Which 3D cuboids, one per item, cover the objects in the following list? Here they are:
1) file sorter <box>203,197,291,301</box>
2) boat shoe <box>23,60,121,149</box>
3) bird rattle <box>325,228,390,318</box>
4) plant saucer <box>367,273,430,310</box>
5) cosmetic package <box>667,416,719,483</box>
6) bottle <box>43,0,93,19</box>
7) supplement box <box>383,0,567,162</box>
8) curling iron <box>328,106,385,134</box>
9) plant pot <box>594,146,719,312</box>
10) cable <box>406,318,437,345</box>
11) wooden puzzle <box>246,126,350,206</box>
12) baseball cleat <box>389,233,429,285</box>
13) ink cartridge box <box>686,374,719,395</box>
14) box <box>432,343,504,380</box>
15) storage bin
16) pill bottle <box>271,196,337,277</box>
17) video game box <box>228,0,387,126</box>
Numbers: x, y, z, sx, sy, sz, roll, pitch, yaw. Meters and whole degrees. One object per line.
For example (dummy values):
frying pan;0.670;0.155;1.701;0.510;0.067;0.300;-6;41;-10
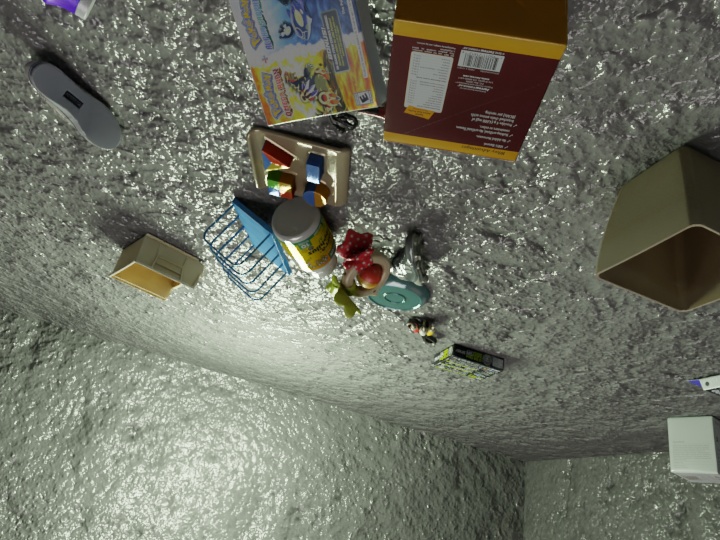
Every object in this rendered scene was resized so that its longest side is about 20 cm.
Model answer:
file sorter;-0.267;-0.039;1.266;0.138;0.123;0.201;36;160;20
boat shoe;-0.531;-0.305;0.990;0.069;0.072;0.200;28;169;32
bird rattle;0.000;0.000;1.259;0.160;0.204;0.112;0;-152;-39
plant saucer;0.096;0.068;1.495;0.195;0.028;0.201;10;153;5
cosmetic package;1.269;0.668;1.992;0.165;0.204;0.165;26;151;-29
bottle;-0.458;-0.421;0.716;0.198;0.067;0.083;28;150;-30
supplement box;0.137;-0.270;0.690;0.192;0.136;0.201;10;154;3
curling iron;0.044;-0.249;0.886;0.195;0.026;0.051;4;116;6
plant pot;0.523;-0.073;0.866;0.196;0.181;0.200;19;153;-14
cable;0.194;0.203;1.691;0.095;0.051;0.201;6;152;14
wooden puzzle;-0.121;-0.190;1.055;0.195;0.047;0.186;11;153;1
baseball cleat;0.106;-0.022;1.267;0.104;0.071;0.201;9;151;20
ink cartridge box;1.146;0.361;1.621;0.194;0.044;0.200;20;154;-16
box;0.373;0.321;1.859;0.196;0.045;0.160;18;154;-11
storage bin;-0.593;-0.001;1.566;0.197;0.096;0.198;32;147;-34
pill bottle;-0.118;-0.067;1.220;0.110;0.115;0.201;3;152;17
video game box;-0.072;-0.307;0.704;0.178;0.047;0.204;-1;120;28
